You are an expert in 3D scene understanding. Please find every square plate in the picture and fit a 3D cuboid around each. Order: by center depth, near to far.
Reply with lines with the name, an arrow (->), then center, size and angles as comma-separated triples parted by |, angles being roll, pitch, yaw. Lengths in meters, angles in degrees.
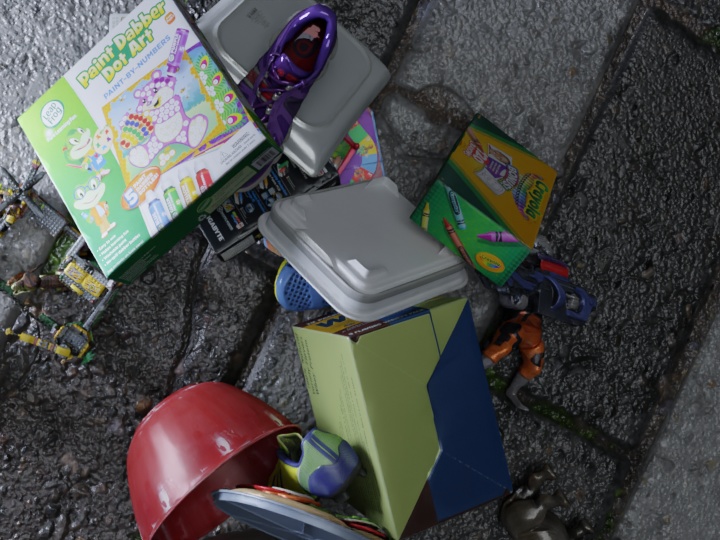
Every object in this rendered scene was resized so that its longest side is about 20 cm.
square plate -> -0.074, -0.228, 0.940 | 0.197, 0.028, 0.201 | 41, 51, -9

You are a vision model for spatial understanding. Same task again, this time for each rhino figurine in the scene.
rhino figurine -> 0.241, 0.335, 1.043 | 0.087, 0.060, 0.202 | -33, 98, 12

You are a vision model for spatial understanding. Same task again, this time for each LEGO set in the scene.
LEGO set -> -0.329, 0.000, 0.909 | 0.154, 0.116, 0.200 | -44, 97, -6

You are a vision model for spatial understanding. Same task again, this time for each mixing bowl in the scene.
mixing bowl -> -0.169, 0.191, 0.922 | 0.199, 0.201, 0.109 | -41, 72, -6

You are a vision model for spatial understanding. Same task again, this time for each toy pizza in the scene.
toy pizza -> -0.052, 0.245, 0.861 | 0.197, 0.200, 0.032 | 25, 66, -9

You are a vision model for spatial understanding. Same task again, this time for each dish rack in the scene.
dish rack -> 0.012, -0.035, 0.893 | 0.198, 0.044, 0.172 | -18, 53, -45

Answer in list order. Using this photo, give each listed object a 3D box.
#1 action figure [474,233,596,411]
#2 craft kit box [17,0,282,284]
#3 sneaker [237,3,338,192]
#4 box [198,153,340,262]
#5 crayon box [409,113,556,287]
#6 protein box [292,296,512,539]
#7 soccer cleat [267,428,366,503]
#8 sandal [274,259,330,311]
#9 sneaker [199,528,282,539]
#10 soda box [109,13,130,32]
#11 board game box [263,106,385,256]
action figure -> 0.168, 0.043, 1.006 | 0.198, 0.104, 0.197 | 27, 81, -33
craft kit box -> -0.202, -0.128, 0.825 | 0.199, 0.048, 0.199 | -39, 69, 9
sneaker -> -0.087, -0.173, 0.843 | 0.080, 0.083, 0.203 | 29, 87, -9
box -> -0.137, -0.137, 0.950 | 0.157, 0.046, 0.202 | -33, 82, -6
crayon box -> 0.137, -0.082, 0.944 | 0.118, 0.201, 0.059 | 36, 124, -2
protein box -> 0.037, 0.140, 0.924 | 0.132, 0.199, 0.203 | -16, 95, -19
soccer cleat -> -0.059, 0.197, 0.902 | 0.084, 0.200, 0.065 | 45, 63, -5
sandal -> 0.000, 0.000, 0.974 | 0.196, 0.087, 0.081 | -19, 123, -6
sneaker -> -0.089, 0.349, 0.974 | 0.195, 0.073, 0.119 | 3, 90, -19
soda box -> -0.218, -0.156, 0.898 | 0.066, 0.064, 0.205 | -2, 81, 1
board game box -> -0.045, -0.109, 0.993 | 0.154, 0.039, 0.205 | -12, 94, -9
